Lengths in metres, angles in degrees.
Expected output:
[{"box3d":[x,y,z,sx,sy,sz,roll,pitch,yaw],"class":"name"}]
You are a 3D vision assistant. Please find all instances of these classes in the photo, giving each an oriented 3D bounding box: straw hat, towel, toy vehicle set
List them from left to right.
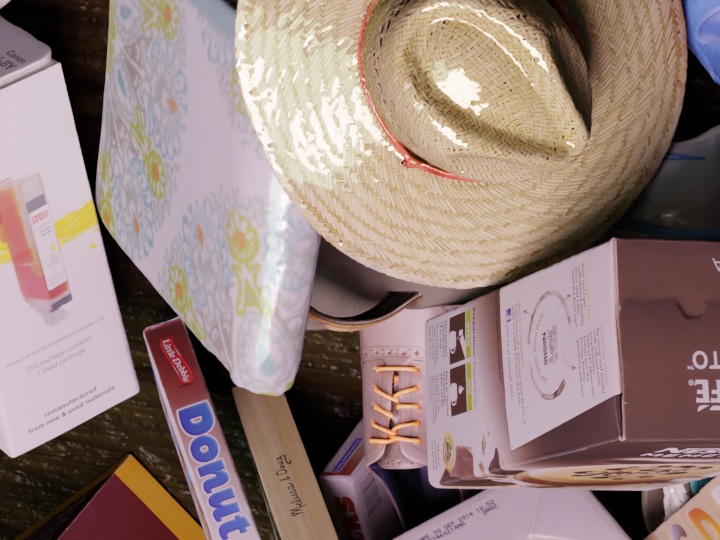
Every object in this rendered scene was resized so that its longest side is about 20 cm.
[{"box3d":[-0.067,-0.064,1.085,0.200,0.048,0.172,45,136,52],"class":"towel"},{"box3d":[-0.022,0.157,1.209,0.026,0.200,0.125,-17,122,-5],"class":"toy vehicle set"},{"box3d":[0.047,-0.077,0.942,0.199,0.085,0.203,-2,104,-9],"class":"straw hat"}]

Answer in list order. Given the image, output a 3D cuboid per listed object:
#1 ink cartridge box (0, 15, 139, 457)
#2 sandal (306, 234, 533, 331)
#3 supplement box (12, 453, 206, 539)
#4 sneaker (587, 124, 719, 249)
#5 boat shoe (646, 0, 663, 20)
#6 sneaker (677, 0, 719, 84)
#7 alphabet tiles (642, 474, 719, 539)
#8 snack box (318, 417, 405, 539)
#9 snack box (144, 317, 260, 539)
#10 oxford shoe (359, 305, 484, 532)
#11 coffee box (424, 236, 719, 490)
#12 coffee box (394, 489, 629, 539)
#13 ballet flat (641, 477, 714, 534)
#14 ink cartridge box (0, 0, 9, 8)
[{"box3d":[-0.201,-0.028,1.209,0.145,0.083,0.201,31,139,47],"class":"ink cartridge box"},{"box3d":[0.000,0.000,1.082,0.199,0.055,0.082,0,123,53],"class":"sandal"},{"box3d":[-0.188,0.248,1.357,0.133,0.200,0.197,47,133,-7],"class":"supplement box"},{"box3d":[0.099,-0.050,1.072,0.199,0.075,0.087,11,95,32],"class":"sneaker"},{"box3d":[0.043,-0.114,1.049,0.199,0.084,0.069,-26,112,24],"class":"boat shoe"},{"box3d":[0.207,-0.051,0.964,0.199,0.111,0.077,34,133,6],"class":"sneaker"},{"box3d":[0.196,0.175,1.074,0.168,0.008,0.200,53,160,11],"class":"alphabet tiles"},{"box3d":[0.028,0.170,1.259,0.024,0.072,0.201,1,123,30],"class":"snack box"},{"box3d":[-0.070,0.126,1.217,0.072,0.024,0.201,84,166,-60],"class":"snack box"},{"box3d":[0.032,0.059,1.173,0.071,0.073,0.201,-3,118,32],"class":"oxford shoe"},{"box3d":[0.114,0.044,0.982,0.112,0.080,0.200,2,169,-19],"class":"coffee box"},{"box3d":[0.082,0.204,1.180,0.080,0.113,0.201,51,162,44],"class":"coffee box"},{"box3d":[0.160,0.094,1.131,0.071,0.072,0.201,11,129,24],"class":"ballet flat"},{"box3d":[-0.229,-0.173,1.076,0.083,0.200,0.146,3,124,31],"class":"ink cartridge box"}]
